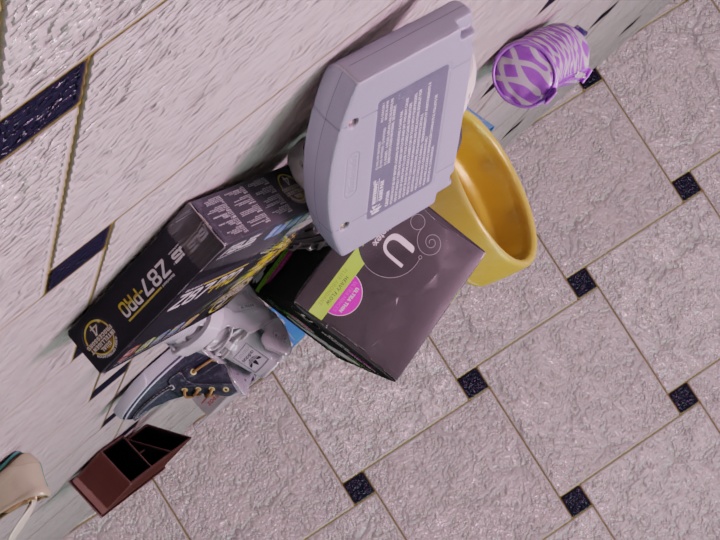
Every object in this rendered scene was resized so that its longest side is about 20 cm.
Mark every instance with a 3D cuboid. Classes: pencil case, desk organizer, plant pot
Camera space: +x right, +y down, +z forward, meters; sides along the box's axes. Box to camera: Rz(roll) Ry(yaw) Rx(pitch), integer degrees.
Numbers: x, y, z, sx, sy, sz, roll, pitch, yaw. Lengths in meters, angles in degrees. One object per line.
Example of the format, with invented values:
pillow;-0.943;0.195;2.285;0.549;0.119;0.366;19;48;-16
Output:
pencil case;0.218;-0.243;1.895;0.084;0.086;0.200;-45;175;27
desk organizer;-0.333;0.277;2.326;0.077;0.072;0.200;-46;176;24
plant pot;0.075;-0.057;1.832;0.188;0.202;0.201;-27;-177;24

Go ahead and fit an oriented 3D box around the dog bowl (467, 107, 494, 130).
dog bowl;0.090;-0.140;2.052;0.111;0.050;0.200;-39;175;-46

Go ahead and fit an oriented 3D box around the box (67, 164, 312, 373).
box;-0.119;-0.009;1.249;0.161;0.049;0.200;-45;173;27

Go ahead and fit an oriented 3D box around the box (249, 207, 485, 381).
box;0.000;0.000;1.490;0.149;0.124;0.200;-54;-164;-7

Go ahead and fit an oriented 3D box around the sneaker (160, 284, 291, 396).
sneaker;-0.127;0.055;1.426;0.075;0.115;0.200;-43;177;19

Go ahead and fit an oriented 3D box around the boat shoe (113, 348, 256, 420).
boat shoe;-0.188;0.124;1.836;0.200;0.091;0.071;-42;177;3

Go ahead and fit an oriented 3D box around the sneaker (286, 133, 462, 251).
sneaker;-0.010;-0.086;1.370;0.199;0.074;0.079;-30;-143;-2

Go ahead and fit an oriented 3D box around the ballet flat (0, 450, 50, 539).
ballet flat;-0.383;0.262;1.556;0.200;0.070;0.069;-42;177;2

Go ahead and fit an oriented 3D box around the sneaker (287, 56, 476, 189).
sneaker;0.029;-0.133;1.269;0.200;0.075;0.081;-41;167;-32

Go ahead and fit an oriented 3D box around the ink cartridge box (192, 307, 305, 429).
ink cartridge box;-0.181;0.139;2.326;0.116;0.068;0.200;-44;176;37

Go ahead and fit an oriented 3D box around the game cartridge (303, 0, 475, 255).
game cartridge;0.018;-0.100;1.187;0.133;0.041;0.201;-34;153;-26
